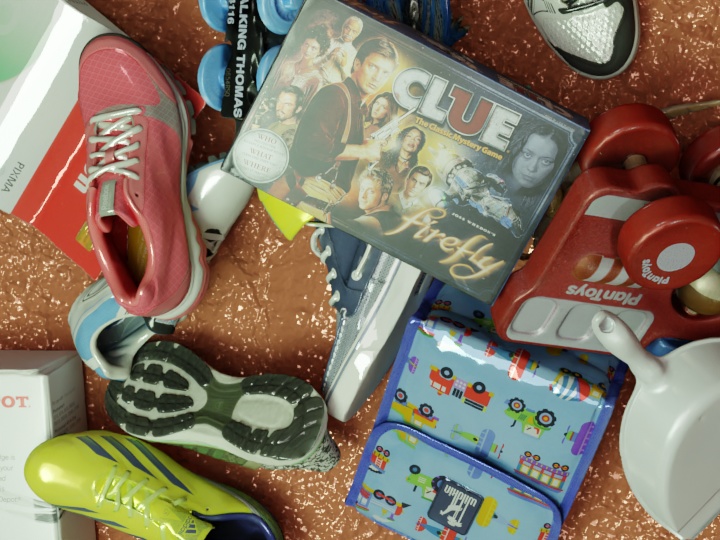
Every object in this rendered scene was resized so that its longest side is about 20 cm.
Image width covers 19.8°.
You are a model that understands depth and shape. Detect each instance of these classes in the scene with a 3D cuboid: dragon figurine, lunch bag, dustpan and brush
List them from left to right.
[{"bbox_3d":[0.037,-0.175,1.388,0.059,0.099,0.201,3,102,13],"label":"dragon figurine"},{"bbox_3d":[0.083,0.125,1.454,0.150,0.094,0.200,23,117,6],"label":"lunch bag"},{"bbox_3d":[0.210,0.084,1.369,0.140,0.200,0.057,-47,50,1],"label":"dustpan and brush"}]

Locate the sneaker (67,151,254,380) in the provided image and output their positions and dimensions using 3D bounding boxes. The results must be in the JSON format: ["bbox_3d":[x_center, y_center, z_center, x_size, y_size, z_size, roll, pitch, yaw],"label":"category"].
[{"bbox_3d":[-0.133,-0.002,1.470,0.200,0.072,0.073,-49,58,23],"label":"sneaker"}]

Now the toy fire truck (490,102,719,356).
[{"bbox_3d":[0.202,-0.007,1.367,0.199,0.112,0.168,8,133,-27],"label":"toy fire truck"}]

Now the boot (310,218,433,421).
[{"bbox_3d":[0.000,0.000,1.453,0.090,0.073,0.200,28,97,13],"label":"boot"}]

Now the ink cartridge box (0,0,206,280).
[{"bbox_3d":[-0.228,-0.114,1.463,0.200,0.050,0.161,40,107,22],"label":"ink cartridge box"}]

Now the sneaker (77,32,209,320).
[{"bbox_3d":[-0.152,-0.063,1.390,0.074,0.087,0.201,-13,91,19],"label":"sneaker"}]

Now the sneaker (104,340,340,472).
[{"bbox_3d":[-0.098,0.112,1.488,0.200,0.089,0.077,15,67,33],"label":"sneaker"}]

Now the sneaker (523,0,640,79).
[{"bbox_3d":[0.130,-0.219,1.366,0.075,0.088,0.201,-17,98,14],"label":"sneaker"}]

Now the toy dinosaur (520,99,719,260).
[{"bbox_3d":[0.149,-0.057,1.419,0.106,0.060,0.200,30,93,-6],"label":"toy dinosaur"}]

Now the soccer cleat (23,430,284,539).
[{"bbox_3d":[-0.141,0.168,1.468,0.200,0.084,0.065,23,101,-23],"label":"soccer cleat"}]

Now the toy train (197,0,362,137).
[{"bbox_3d":[-0.046,-0.181,1.399,0.087,0.114,0.201,8,97,43],"label":"toy train"}]

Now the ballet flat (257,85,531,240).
[{"bbox_3d":[0.030,-0.067,1.385,0.199,0.067,0.067,-15,93,9],"label":"ballet flat"}]

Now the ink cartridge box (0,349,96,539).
[{"bbox_3d":[-0.278,0.161,1.534,0.145,0.084,0.201,0,100,13],"label":"ink cartridge box"}]

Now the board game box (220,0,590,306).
[{"bbox_3d":[0.028,-0.082,1.330,0.200,0.035,0.136,26,108,-6],"label":"board game box"}]
